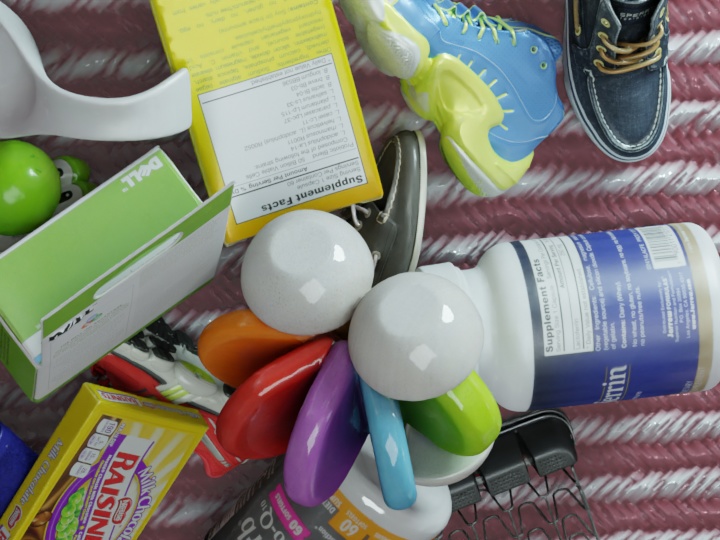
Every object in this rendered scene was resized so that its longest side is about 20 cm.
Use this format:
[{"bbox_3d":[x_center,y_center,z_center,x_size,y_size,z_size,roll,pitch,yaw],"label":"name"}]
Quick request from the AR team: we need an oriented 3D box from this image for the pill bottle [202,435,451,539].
[{"bbox_3d":[-0.039,0.192,1.661,0.116,0.117,0.200,33,115,-19],"label":"pill bottle"}]

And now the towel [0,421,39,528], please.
[{"bbox_3d":[-0.251,0.189,1.626,0.147,0.050,0.200,-40,139,-3],"label":"towel"}]

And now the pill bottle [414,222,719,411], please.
[{"bbox_3d":[0.140,0.034,1.645,0.198,0.116,0.117,-6,111,-7],"label":"pill bottle"}]

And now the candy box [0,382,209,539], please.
[{"bbox_3d":[-0.189,0.167,1.600,0.102,0.026,0.201,15,113,-48],"label":"candy box"}]

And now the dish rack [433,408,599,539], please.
[{"bbox_3d":[0.107,0.214,1.742,0.152,0.055,0.201,-21,114,0],"label":"dish rack"}]

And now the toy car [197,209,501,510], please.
[{"bbox_3d":[-0.013,0.074,1.517,0.150,0.199,0.175,-51,156,-22],"label":"toy car"}]

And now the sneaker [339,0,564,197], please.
[{"bbox_3d":[0.066,-0.149,1.595,0.105,0.076,0.200,-38,120,-7],"label":"sneaker"}]

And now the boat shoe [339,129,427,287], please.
[{"bbox_3d":[0.000,0.000,1.635,0.057,0.067,0.201,6,113,-17],"label":"boat shoe"}]

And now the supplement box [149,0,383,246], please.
[{"bbox_3d":[-0.068,-0.136,1.548,0.108,0.110,0.201,-17,112,-3],"label":"supplement box"}]

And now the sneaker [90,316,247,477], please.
[{"bbox_3d":[-0.152,0.078,1.635,0.199,0.077,0.085,33,107,-19],"label":"sneaker"}]

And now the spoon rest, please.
[{"bbox_3d":[-0.202,-0.119,1.512,0.199,0.061,0.100,15,124,27],"label":"spoon rest"}]

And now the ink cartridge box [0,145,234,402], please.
[{"bbox_3d":[-0.158,-0.010,1.485,0.147,0.200,0.076,-36,81,-16],"label":"ink cartridge box"}]

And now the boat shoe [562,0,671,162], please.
[{"bbox_3d":[0.170,-0.155,1.592,0.070,0.091,0.202,-14,112,-4],"label":"boat shoe"}]

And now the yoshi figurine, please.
[{"bbox_3d":[-0.266,-0.027,1.559,0.199,0.112,0.113,-27,106,-2],"label":"yoshi figurine"}]
